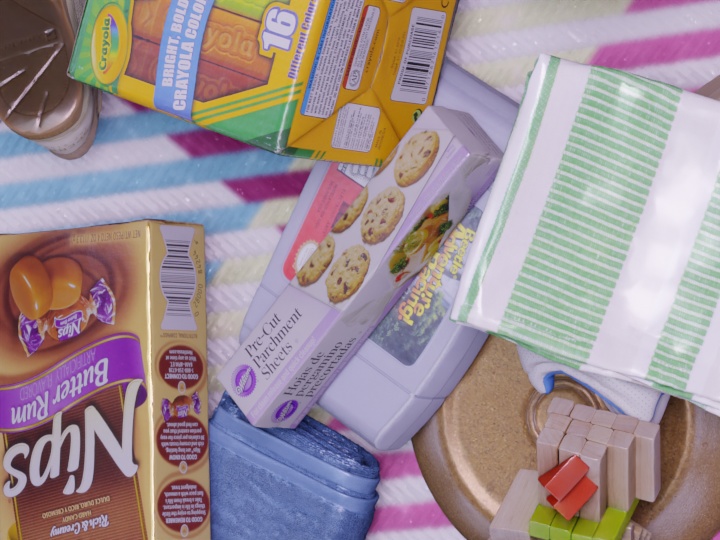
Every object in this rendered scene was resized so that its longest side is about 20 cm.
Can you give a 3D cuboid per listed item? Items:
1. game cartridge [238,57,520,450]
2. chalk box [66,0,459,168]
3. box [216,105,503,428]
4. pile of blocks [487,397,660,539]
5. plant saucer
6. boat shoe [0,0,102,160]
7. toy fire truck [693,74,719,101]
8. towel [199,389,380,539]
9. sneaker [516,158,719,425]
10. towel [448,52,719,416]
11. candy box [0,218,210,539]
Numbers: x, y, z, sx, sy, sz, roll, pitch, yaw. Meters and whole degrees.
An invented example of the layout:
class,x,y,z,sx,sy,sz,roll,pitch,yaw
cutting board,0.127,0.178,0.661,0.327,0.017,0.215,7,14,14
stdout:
class,x,y,z,sx,sy,sz,roll,pitch,yaw
game cartridge,0.022,-0.012,1.601,0.133,0.041,0.201,33,106,29
chalk box,-0.065,-0.141,1.575,0.199,0.124,0.125,19,99,35
box,0.000,0.000,1.571,0.200,0.039,0.041,-51,59,22
pile of blocks,0.097,0.151,1.549,0.082,0.062,0.200,31,137,2
plant saucer,0.113,0.077,1.596,0.199,0.035,0.201,3,97,20
boat shoe,-0.181,-0.159,1.662,0.072,0.065,0.201,-15,71,10
toy fire truck,0.215,-0.139,1.471,0.128,0.176,0.201,15,115,18
towel,-0.065,0.175,1.666,0.111,0.049,0.201,27,103,17
sneaker,0.176,0.015,1.528,0.199,0.081,0.147,4,98,-3
towel,0.159,-0.011,1.474,0.199,0.023,0.153,18,94,2
candy box,-0.144,0.076,1.652,0.116,0.056,0.201,-5,86,36
